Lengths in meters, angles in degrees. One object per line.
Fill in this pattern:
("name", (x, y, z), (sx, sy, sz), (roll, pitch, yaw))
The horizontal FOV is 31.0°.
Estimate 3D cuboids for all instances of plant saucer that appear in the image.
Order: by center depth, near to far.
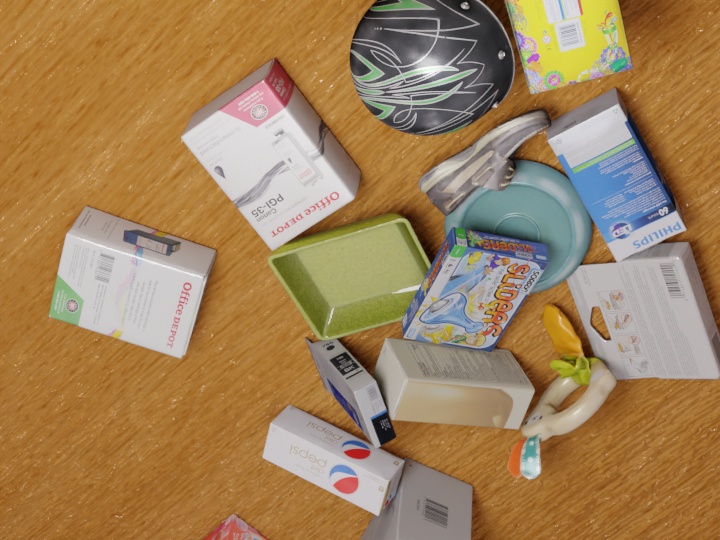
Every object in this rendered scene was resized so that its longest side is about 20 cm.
("plant saucer", (0.209, -0.051, 1.737), (0.198, 0.027, 0.202), (5, 119, 9))
("plant saucer", (0.000, 0.000, 1.755), (0.198, 0.048, 0.200), (-15, 138, 14))

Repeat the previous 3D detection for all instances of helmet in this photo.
("helmet", (0.085, -0.254, 1.550), (0.198, 0.191, 0.202), (3, 120, 5))

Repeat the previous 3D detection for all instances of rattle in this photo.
("rattle", (0.245, 0.174, 1.790), (0.200, 0.130, 0.143), (-40, 121, 4))

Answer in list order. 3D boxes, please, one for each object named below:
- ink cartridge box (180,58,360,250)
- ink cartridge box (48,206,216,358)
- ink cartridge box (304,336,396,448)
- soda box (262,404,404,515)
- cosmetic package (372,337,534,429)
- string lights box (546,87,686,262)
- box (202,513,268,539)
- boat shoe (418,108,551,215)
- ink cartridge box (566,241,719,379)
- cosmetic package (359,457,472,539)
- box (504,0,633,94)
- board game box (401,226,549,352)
("ink cartridge box", (-0.113, -0.149, 1.692), (0.146, 0.083, 0.200), (-31, 111, 20))
("ink cartridge box", (-0.316, 0.018, 1.805), (0.198, 0.088, 0.146), (19, 120, -2))
("ink cartridge box", (-0.015, 0.160, 1.809), (0.039, 0.200, 0.100), (-27, 118, -12))
("soda box", (-0.040, 0.276, 1.895), (0.199, 0.064, 0.069), (24, 120, 16))
("cosmetic package", (0.127, 0.157, 1.788), (0.198, 0.105, 0.072), (7, 119, -21))
("string lights box", (0.331, -0.121, 1.674), (0.102, 0.059, 0.201), (-26, 113, 19))
("box", (-0.232, 0.496, 2.055), (0.102, 0.095, 0.200), (40, 115, -16))
("boat shoe", (0.169, -0.138, 1.668), (0.199, 0.074, 0.074), (-31, 92, 31))
("ink cartridge box", (0.390, 0.059, 1.778), (0.175, 0.045, 0.201), (-4, 121, 38))
("cosmetic package", (0.073, 0.430, 1.925), (0.122, 0.200, 0.201), (24, 119, -7))
("box", (0.227, -0.341, 1.487), (0.121, 0.193, 0.201), (-13, 118, 13))
("board game box", (0.150, 0.029, 1.737), (0.134, 0.035, 0.201), (9, 138, -15))
